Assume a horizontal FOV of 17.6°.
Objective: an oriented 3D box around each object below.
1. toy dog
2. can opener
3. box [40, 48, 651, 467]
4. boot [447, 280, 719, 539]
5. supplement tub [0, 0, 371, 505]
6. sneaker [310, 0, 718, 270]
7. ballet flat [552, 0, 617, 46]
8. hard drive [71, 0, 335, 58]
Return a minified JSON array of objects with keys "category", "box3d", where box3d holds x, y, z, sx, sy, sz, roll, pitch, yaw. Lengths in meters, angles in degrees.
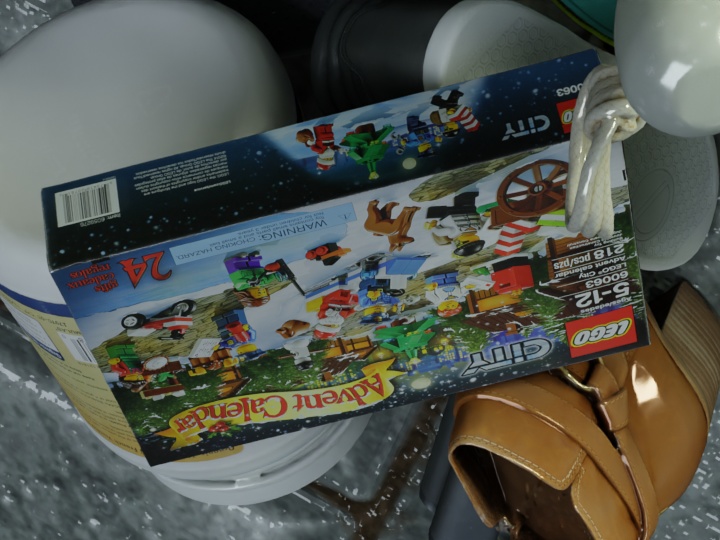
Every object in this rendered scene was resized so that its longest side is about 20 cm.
[{"category":"toy dog","box3d":[0.124,-0.107,0.729,0.095,0.201,0.132,7,151,-2]},{"category":"can opener","box3d":[0.063,0.107,1.085,0.066,0.054,0.201,3,133,-14]},{"category":"box","box3d":[0.000,0.000,0.838,0.198,0.038,0.137,-14,144,3]},{"category":"boot","box3d":[0.060,0.024,0.936,0.200,0.155,0.074,40,134,-5]},{"category":"supplement tub","box3d":[-0.073,-0.003,0.969,0.143,0.145,0.200,9,149,23]},{"category":"sneaker","box3d":[0.060,-0.061,0.905,0.099,0.071,0.199,20,175,43]},{"category":"ballet flat","box3d":[0.126,-0.104,0.862,0.199,0.067,0.067,37,115,-7]},{"category":"hard drive","box3d":[-0.042,-0.153,0.934,0.199,0.042,0.136,-8,120,33]}]
